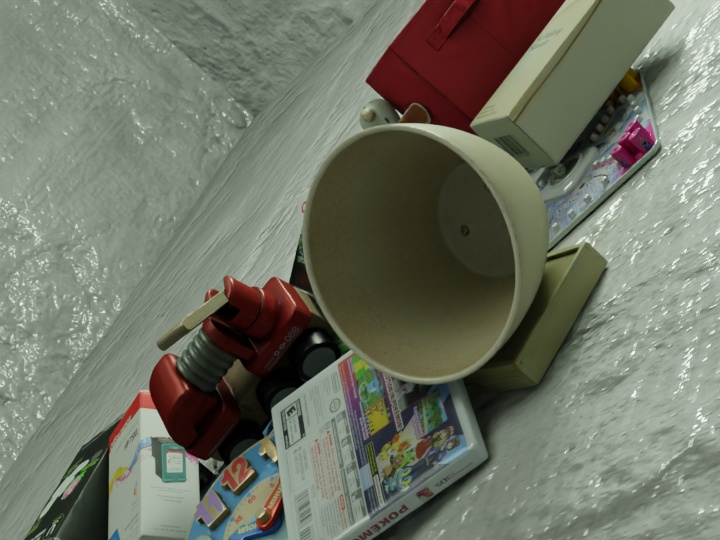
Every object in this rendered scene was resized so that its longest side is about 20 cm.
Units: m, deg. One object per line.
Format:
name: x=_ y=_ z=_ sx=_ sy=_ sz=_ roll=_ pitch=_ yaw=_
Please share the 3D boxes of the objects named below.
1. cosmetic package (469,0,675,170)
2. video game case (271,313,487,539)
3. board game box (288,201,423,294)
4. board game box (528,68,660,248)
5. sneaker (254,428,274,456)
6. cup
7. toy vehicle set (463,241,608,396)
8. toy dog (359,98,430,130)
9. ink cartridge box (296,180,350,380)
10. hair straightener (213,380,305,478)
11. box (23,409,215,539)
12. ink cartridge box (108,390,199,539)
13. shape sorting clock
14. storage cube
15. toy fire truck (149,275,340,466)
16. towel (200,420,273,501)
cosmetic package: x=0.205 y=-0.198 z=1.250 sx=0.201 sy=0.073 sz=0.103 roll=-53 pitch=14 yaw=-11
video game case: x=0.008 y=0.133 z=1.054 sx=0.181 sy=0.023 sz=0.201 roll=-37 pitch=31 yaw=15
board game box: x=-0.009 y=-0.020 z=1.190 sx=0.199 sy=0.023 sz=0.106 roll=18 pitch=92 yaw=63
board game box: x=0.194 y=-0.095 z=1.217 sx=0.200 sy=0.026 sz=0.201 roll=-44 pitch=15 yaw=24
sneaker: x=-0.069 y=0.191 z=1.213 sx=0.199 sy=0.074 sz=0.082 roll=-39 pitch=-9 yaw=-3
cup: x=0.073 y=-0.028 z=1.026 sx=0.200 sy=0.202 sz=0.143 roll=-38 pitch=-9 yaw=39
toy vehicle set: x=0.116 y=0.048 z=1.082 sx=0.125 sy=0.026 sz=0.199 roll=-56 pitch=14 yaw=-22
toy dog: x=0.054 y=-0.111 z=1.390 sx=0.096 sy=0.198 sz=0.134 roll=13 pitch=-79 yaw=-59
ink cartridge box: x=0.000 y=0.000 z=1.281 sx=0.146 sy=0.083 sz=0.203 roll=-30 pitch=54 yaw=54
hair straightener: x=-0.095 y=0.137 z=1.319 sx=0.077 sy=0.041 sz=0.202 roll=-25 pitch=33 yaw=59
box: x=-0.271 y=0.287 z=1.431 sx=0.124 sy=0.148 sz=0.201 roll=-36 pitch=19 yaw=39
ink cartridge box: x=-0.218 y=0.209 z=1.345 sx=0.116 sy=0.066 sz=0.203 roll=-51 pitch=37 yaw=46
shape sorting clock: x=-0.075 y=0.219 z=1.097 sx=0.198 sy=0.039 sz=0.202 roll=-27 pitch=36 yaw=22
storage cube: x=0.133 y=-0.229 z=1.397 sx=0.172 sy=0.179 sz=0.200 roll=-51 pitch=3 yaw=-8
toy fire truck: x=-0.135 y=0.083 z=1.173 sx=0.177 sy=0.199 sz=0.129 roll=-50 pitch=42 yaw=11
towel: x=-0.098 y=0.194 z=1.337 sx=0.200 sy=0.048 sz=0.112 roll=-47 pitch=13 yaw=16
